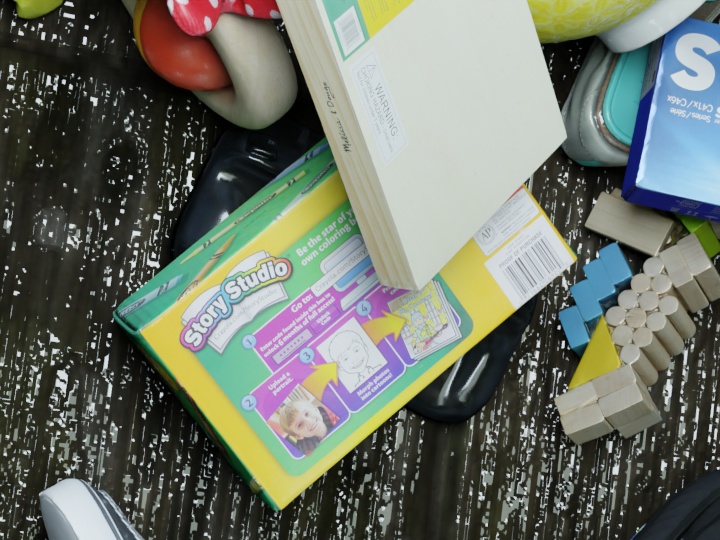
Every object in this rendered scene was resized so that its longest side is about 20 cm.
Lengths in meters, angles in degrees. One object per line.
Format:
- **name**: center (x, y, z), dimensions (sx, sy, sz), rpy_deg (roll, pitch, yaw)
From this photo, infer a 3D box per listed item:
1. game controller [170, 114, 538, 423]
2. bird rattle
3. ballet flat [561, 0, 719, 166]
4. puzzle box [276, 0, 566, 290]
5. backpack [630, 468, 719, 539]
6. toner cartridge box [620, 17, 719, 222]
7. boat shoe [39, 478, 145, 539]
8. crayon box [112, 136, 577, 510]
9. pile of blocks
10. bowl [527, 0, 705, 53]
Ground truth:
- **game controller**: center (0.000, 0.000, 1.112), dimensions (0.200, 0.042, 0.105), rpy_deg (29, 90, -20)
- **bird rattle**: center (-0.078, -0.137, 1.002), dimensions (0.113, 0.200, 0.163), rpy_deg (-47, 130, -19)
- **ballet flat**: center (0.161, -0.145, 1.174), dimensions (0.067, 0.064, 0.200), rpy_deg (32, 73, -17)
- **puzzle box**: center (0.025, -0.110, 0.960), dimensions (0.133, 0.025, 0.200), rpy_deg (-44, 127, -36)
- **backpack**: center (0.194, 0.186, 1.132), dimensions (0.154, 0.163, 0.200), rpy_deg (45, 60, -24)
- **toner cartridge box**: center (0.243, -0.063, 1.106), dimensions (0.199, 0.043, 0.095), rpy_deg (12, 82, -1)
- **boat shoe**: center (-0.083, 0.175, 1.040), dimensions (0.068, 0.072, 0.200), rpy_deg (-36, 104, -20)
- **crayon box**: center (-0.007, 0.007, 1.057), dimensions (0.200, 0.058, 0.119), rpy_deg (-39, 109, -8)
- **pile of blocks**: center (0.161, 0.006, 1.178), dimensions (0.200, 0.082, 0.062), rpy_deg (-59, 153, -6)
- **bowl**: center (0.126, -0.176, 1.085), dimensions (0.108, 0.200, 0.200), rpy_deg (48, 70, -17)
